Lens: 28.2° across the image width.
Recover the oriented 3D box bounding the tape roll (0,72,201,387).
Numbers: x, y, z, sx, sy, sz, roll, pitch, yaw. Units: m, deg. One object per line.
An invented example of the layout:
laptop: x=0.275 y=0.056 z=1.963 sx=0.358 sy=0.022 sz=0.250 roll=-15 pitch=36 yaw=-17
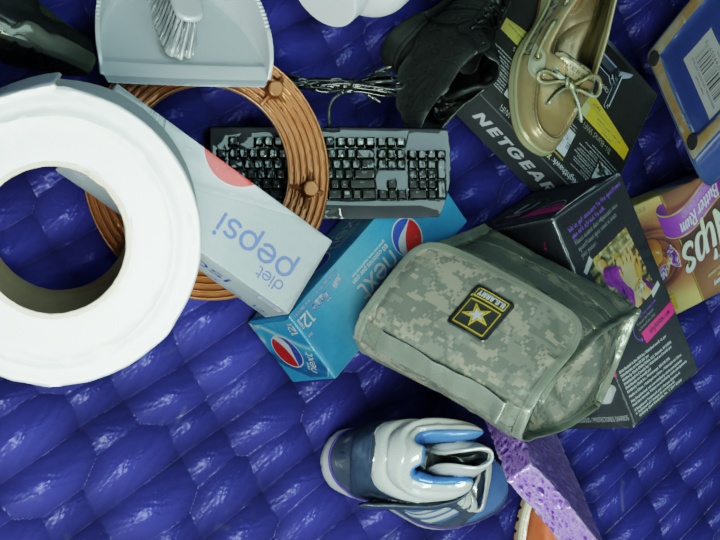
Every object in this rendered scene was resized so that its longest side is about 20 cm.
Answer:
tape roll: x=-0.207 y=-0.028 z=0.977 sx=0.199 sy=0.071 sz=0.206 roll=-2 pitch=103 yaw=-7

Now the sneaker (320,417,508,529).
sneaker: x=0.079 y=0.169 z=1.175 sx=0.198 sy=0.146 sz=0.082 roll=17 pitch=74 yaw=-32

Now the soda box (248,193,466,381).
soda box: x=0.000 y=0.000 z=1.191 sx=0.200 sy=0.064 sz=0.068 roll=-48 pitch=112 yaw=-30

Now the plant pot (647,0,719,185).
plant pot: x=0.407 y=-0.194 z=1.414 sx=0.178 sy=0.200 sz=0.202 roll=4 pitch=55 yaw=-29

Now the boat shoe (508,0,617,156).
boat shoe: x=0.187 y=-0.201 z=1.291 sx=0.073 sy=0.062 sz=0.203 roll=25 pitch=71 yaw=-32

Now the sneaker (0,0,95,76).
sneaker: x=-0.265 y=-0.217 z=1.016 sx=0.198 sy=0.076 sz=0.116 roll=26 pitch=75 yaw=-26

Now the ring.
ring: x=-0.116 y=-0.078 z=1.110 sx=0.197 sy=0.019 sz=0.204 roll=1 pitch=87 yaw=-19

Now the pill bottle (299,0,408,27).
pill bottle: x=0.026 y=-0.291 z=1.221 sx=0.200 sy=0.110 sz=0.111 roll=-48 pitch=111 yaw=-31

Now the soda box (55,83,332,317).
soda box: x=-0.123 y=-0.049 z=1.062 sx=0.199 sy=0.063 sz=0.069 roll=36 pitch=75 yaw=-14

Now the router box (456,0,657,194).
router box: x=0.179 y=-0.167 z=1.354 sx=0.200 sy=0.052 sz=0.158 roll=42 pitch=62 yaw=-25

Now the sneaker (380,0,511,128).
sneaker: x=0.096 y=-0.197 z=1.246 sx=0.199 sy=0.104 sz=0.060 roll=-39 pitch=143 yaw=-10

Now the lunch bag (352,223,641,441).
lunch bag: x=0.108 y=0.053 z=1.153 sx=0.199 sy=0.163 sz=0.119 roll=-20 pitch=134 yaw=-57

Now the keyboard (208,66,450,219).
keyboard: x=-0.024 y=-0.106 z=1.164 sx=0.197 sy=0.021 sz=0.129 roll=-1 pitch=80 yaw=-12

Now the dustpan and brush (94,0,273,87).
dustpan and brush: x=-0.145 y=-0.236 z=1.112 sx=0.138 sy=0.058 sz=0.202 roll=-1 pitch=53 yaw=-22

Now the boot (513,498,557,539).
boot: x=0.195 y=0.280 z=1.275 sx=0.074 sy=0.107 sz=0.203 roll=2 pitch=81 yaw=-34

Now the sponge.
sponge: x=0.146 y=0.155 z=1.215 sx=0.030 sy=0.201 sz=0.112 roll=-37 pitch=113 yaw=10

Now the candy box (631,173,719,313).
candy box: x=0.305 y=-0.021 z=1.427 sx=0.198 sy=0.056 sz=0.118 roll=-20 pitch=96 yaw=-35

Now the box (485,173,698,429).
box: x=0.200 y=0.031 z=1.300 sx=0.106 sy=0.122 sz=0.202 roll=-30 pitch=101 yaw=-35
